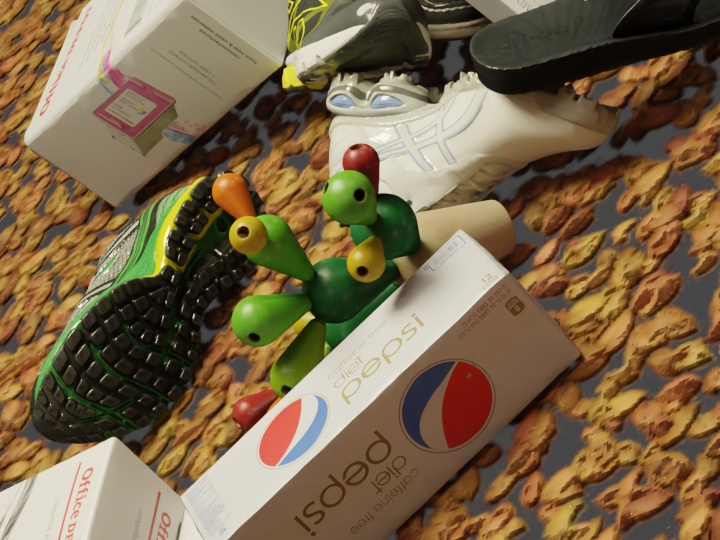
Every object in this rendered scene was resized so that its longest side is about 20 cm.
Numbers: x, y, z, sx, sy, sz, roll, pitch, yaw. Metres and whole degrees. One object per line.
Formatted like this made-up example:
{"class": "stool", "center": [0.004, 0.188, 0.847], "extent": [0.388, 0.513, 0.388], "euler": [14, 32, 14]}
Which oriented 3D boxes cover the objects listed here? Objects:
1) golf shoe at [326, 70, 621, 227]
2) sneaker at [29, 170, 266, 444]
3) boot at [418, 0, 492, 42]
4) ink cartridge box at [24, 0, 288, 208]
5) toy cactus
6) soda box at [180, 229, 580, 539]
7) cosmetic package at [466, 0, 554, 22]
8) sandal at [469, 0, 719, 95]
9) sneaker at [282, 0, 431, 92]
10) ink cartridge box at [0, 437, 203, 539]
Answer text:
{"class": "golf shoe", "center": [0.060, -0.060, 1.349], "extent": [0.200, 0.078, 0.097], "euler": [1, 79, 48]}
{"class": "sneaker", "center": [-0.133, 0.028, 1.462], "extent": [0.085, 0.078, 0.200], "euler": [-15, 31, 51]}
{"class": "boot", "center": [0.044, -0.239, 1.485], "extent": [0.073, 0.151, 0.200], "euler": [-6, 33, 3]}
{"class": "ink cartridge box", "center": [-0.123, -0.155, 1.615], "extent": [0.200, 0.085, 0.145], "euler": [-35, 28, 42]}
{"class": "toy cactus", "center": [0.000, 0.000, 1.279], "extent": [0.165, 0.200, 0.102], "euler": [-21, 51, -25]}
{"class": "soda box", "center": [0.009, 0.078, 1.217], "extent": [0.200, 0.068, 0.064], "euler": [-43, 30, 2]}
{"class": "cosmetic package", "center": [0.060, -0.211, 1.397], "extent": [0.083, 0.200, 0.051], "euler": [-50, -7, -7]}
{"class": "sandal", "center": [0.152, -0.146, 1.279], "extent": [0.200, 0.048, 0.075], "euler": [-21, 33, -9]}
{"class": "sneaker", "center": [-0.012, -0.153, 1.449], "extent": [0.200, 0.074, 0.085], "euler": [171, 95, -74]}
{"class": "ink cartridge box", "center": [-0.165, 0.168, 1.317], "extent": [0.200, 0.067, 0.116], "euler": [-27, 33, 28]}
